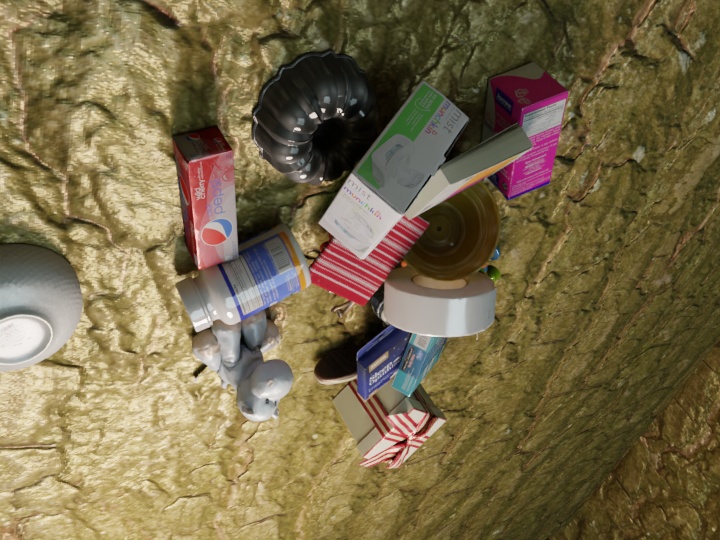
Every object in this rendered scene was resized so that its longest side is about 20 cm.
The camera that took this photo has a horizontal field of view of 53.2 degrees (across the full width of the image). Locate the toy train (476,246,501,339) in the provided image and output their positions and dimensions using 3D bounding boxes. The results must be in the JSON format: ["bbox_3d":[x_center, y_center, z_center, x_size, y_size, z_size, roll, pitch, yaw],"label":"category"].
[{"bbox_3d":[0.258,0.038,1.531,0.116,0.084,0.202,-45,135,-28],"label":"toy train"}]

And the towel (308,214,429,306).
[{"bbox_3d":[0.008,-0.035,1.216,0.143,0.023,0.201,25,113,-36],"label":"towel"}]

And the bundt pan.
[{"bbox_3d":[-0.055,-0.207,1.044,0.199,0.076,0.204,-23,142,-19],"label":"bundt pan"}]

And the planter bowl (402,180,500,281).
[{"bbox_3d":[0.148,-0.080,1.304,0.199,0.202,0.083,-33,180,-5],"label":"planter bowl"}]

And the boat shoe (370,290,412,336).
[{"bbox_3d":[0.075,0.091,1.476,0.075,0.062,0.199,-52,150,6],"label":"boat shoe"}]

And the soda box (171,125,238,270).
[{"bbox_3d":[-0.219,-0.100,1.031,0.069,0.064,0.202,-18,140,-23],"label":"soda box"}]

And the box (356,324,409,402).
[{"bbox_3d":[0.045,0.184,1.463,0.120,0.032,0.201,-36,153,-20],"label":"box"}]

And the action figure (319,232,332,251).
[{"bbox_3d":[0.013,-0.089,1.229,0.198,0.066,0.052,-33,166,6],"label":"action figure"}]

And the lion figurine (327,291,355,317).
[{"bbox_3d":[0.000,0.000,1.328,0.121,0.073,0.201,-30,158,-26],"label":"lion figurine"}]

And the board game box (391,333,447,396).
[{"bbox_3d":[0.142,0.154,1.521,0.200,0.046,0.153,-35,148,-62],"label":"board game box"}]

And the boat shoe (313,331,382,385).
[{"bbox_3d":[-0.009,0.201,1.520,0.199,0.075,0.076,-19,146,-24],"label":"boat shoe"}]

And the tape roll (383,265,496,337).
[{"bbox_3d":[0.140,0.050,1.282,0.199,0.201,0.072,-8,109,-33],"label":"tape roll"}]

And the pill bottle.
[{"bbox_3d":[-0.187,0.016,1.141,0.197,0.113,0.113,-27,142,-14],"label":"pill bottle"}]

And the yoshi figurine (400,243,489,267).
[{"bbox_3d":[0.161,0.007,1.422,0.198,0.114,0.112,-30,167,18],"label":"yoshi figurine"}]

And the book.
[{"bbox_3d":[0.171,-0.156,1.170,0.198,0.049,0.133,-30,174,-33],"label":"book"}]

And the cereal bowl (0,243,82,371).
[{"bbox_3d":[-0.476,0.067,0.979,0.197,0.084,0.202,-22,142,-19],"label":"cereal bowl"}]

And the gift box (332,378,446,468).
[{"bbox_3d":[0.057,0.326,1.611,0.185,0.188,0.199,-49,143,16],"label":"gift box"}]

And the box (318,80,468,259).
[{"bbox_3d":[0.048,-0.142,1.057,0.201,0.096,0.177,-54,-177,-25],"label":"box"}]

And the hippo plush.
[{"bbox_3d":[-0.207,0.181,1.257,0.200,0.161,0.158,-48,143,14],"label":"hippo plush"}]

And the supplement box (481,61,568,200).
[{"bbox_3d":[0.282,-0.242,1.264,0.102,0.102,0.202,-22,140,-18],"label":"supplement box"}]
